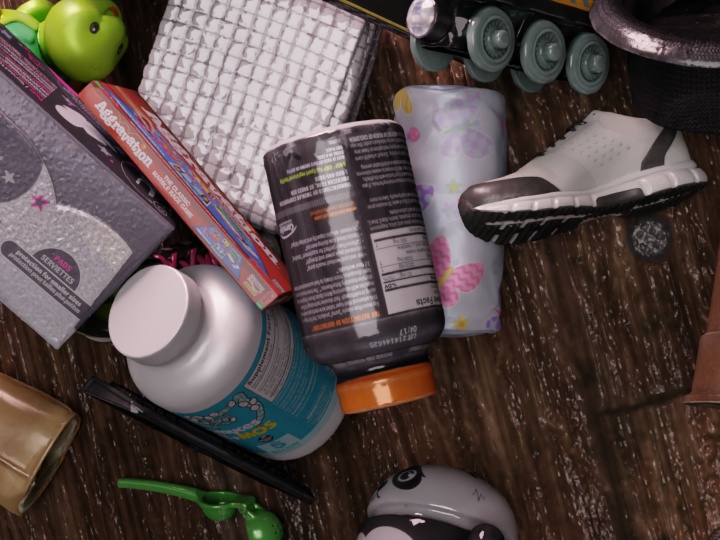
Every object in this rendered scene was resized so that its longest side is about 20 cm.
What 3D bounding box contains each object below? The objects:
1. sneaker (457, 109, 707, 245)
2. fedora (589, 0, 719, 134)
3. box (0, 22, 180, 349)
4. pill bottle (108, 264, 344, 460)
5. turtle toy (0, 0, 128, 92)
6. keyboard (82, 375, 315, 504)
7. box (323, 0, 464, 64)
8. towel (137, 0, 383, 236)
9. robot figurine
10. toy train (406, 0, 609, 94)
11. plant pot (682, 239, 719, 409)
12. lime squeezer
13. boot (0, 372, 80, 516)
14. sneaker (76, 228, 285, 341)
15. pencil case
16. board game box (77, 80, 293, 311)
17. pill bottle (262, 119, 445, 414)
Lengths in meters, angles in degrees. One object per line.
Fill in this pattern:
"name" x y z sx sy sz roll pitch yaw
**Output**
"sneaker" 0.159 -0.073 1.027 0.199 0.074 0.080 -12 77 -22
"fedora" 0.264 -0.154 0.994 0.200 0.201 0.092 5 123 11
"box" -0.244 -0.064 0.989 0.200 0.115 0.132 43 99 -12
"pill bottle" -0.099 0.065 1.023 0.111 0.200 0.111 -14 61 27
"turtle toy" -0.271 -0.150 1.083 0.200 0.146 0.101 -40 56 9
"keyboard" -0.130 0.127 1.061 0.127 0.200 0.021 12 71 49
"box" 0.047 -0.256 1.015 0.049 0.200 0.160 23 94 53
"towel" -0.083 -0.140 1.089 0.165 0.086 0.201 19 94 7
"robot figurine" 0.046 0.243 1.021 0.150 0.125 0.200 3 60 27
"toy train" 0.115 -0.194 1.002 0.085 0.200 0.114 11 95 49
"plant pot" 0.332 0.003 0.960 0.200 0.200 0.199 3 84 11
"lime squeezer" -0.107 0.210 1.126 0.200 0.038 0.071 37 128 8
"boot" -0.362 0.148 1.155 0.200 0.066 0.175 30 96 8
"sneaker" -0.153 0.012 1.100 0.199 0.087 0.074 -17 87 11
"pencil case" 0.066 -0.046 1.059 0.090 0.083 0.201 0 91 15
"board game box" -0.121 -0.055 1.002 0.019 0.103 0.200 -41 87 7
"pill bottle" 0.000 0.000 0.988 0.106 0.106 0.201 -13 87 11
